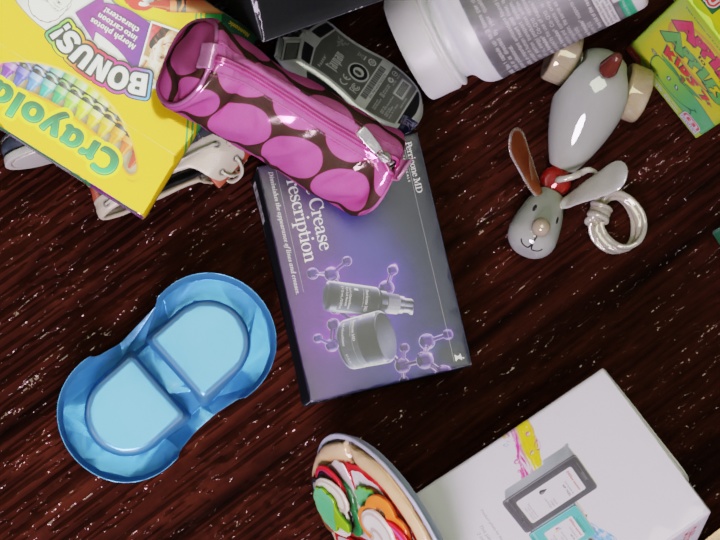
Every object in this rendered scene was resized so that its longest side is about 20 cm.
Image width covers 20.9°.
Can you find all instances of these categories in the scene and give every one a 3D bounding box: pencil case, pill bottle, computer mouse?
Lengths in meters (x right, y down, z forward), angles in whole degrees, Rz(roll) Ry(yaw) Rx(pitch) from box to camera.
[{"bbox_3d":[-0.058,-0.121,1.525,0.200,0.094,0.091,27,87,-24],"label":"pencil case"},{"bbox_3d":[0.128,-0.227,1.629,0.200,0.113,0.113,-26,87,11],"label":"pill bottle"},{"bbox_3d":[-0.039,-0.174,1.655,0.200,0.044,0.110,36,49,-4],"label":"computer mouse"}]

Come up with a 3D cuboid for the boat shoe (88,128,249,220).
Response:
[{"bbox_3d":[-0.131,-0.095,1.630,0.200,0.071,0.063,-15,70,-1],"label":"boat shoe"}]

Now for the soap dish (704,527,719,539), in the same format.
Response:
[{"bbox_3d":[0.296,0.312,1.625,0.200,0.081,0.157,-36,88,-7],"label":"soap dish"}]

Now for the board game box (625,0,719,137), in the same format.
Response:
[{"bbox_3d":[0.289,-0.179,1.615,0.048,0.200,0.102,-38,88,-8],"label":"board game box"}]

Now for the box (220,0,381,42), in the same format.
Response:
[{"bbox_3d":[-0.056,-0.286,1.563,0.148,0.200,0.125,-20,118,-11],"label":"box"}]

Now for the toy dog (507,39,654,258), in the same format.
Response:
[{"bbox_3d":[0.187,-0.112,1.651,0.132,0.096,0.200,2,84,-5],"label":"toy dog"}]

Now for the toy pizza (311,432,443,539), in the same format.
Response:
[{"bbox_3d":[0.015,0.223,1.549,0.032,0.200,0.200,-26,87,-24],"label":"toy pizza"}]

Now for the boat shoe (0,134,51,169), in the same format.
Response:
[{"bbox_3d":[-0.213,-0.147,1.629,0.200,0.075,0.062,-27,89,-9],"label":"boat shoe"}]

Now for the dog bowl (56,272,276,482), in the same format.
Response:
[{"bbox_3d":[-0.159,0.089,1.622,0.200,0.050,0.112,-42,89,-7],"label":"dog bowl"}]

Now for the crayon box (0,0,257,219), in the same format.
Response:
[{"bbox_3d":[-0.211,-0.166,1.561,0.200,0.058,0.173,32,84,-6],"label":"crayon box"}]

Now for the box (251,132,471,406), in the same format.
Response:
[{"bbox_3d":[0.000,0.000,1.633,0.141,0.079,0.200,-13,85,-9],"label":"box"}]

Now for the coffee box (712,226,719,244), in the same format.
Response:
[{"bbox_3d":[0.366,-0.008,1.606,0.044,0.200,0.123,-34,87,-11],"label":"coffee box"}]

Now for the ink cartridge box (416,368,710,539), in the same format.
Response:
[{"bbox_3d":[0.155,0.207,1.575,0.200,0.147,0.146,-33,71,-8],"label":"ink cartridge box"}]
